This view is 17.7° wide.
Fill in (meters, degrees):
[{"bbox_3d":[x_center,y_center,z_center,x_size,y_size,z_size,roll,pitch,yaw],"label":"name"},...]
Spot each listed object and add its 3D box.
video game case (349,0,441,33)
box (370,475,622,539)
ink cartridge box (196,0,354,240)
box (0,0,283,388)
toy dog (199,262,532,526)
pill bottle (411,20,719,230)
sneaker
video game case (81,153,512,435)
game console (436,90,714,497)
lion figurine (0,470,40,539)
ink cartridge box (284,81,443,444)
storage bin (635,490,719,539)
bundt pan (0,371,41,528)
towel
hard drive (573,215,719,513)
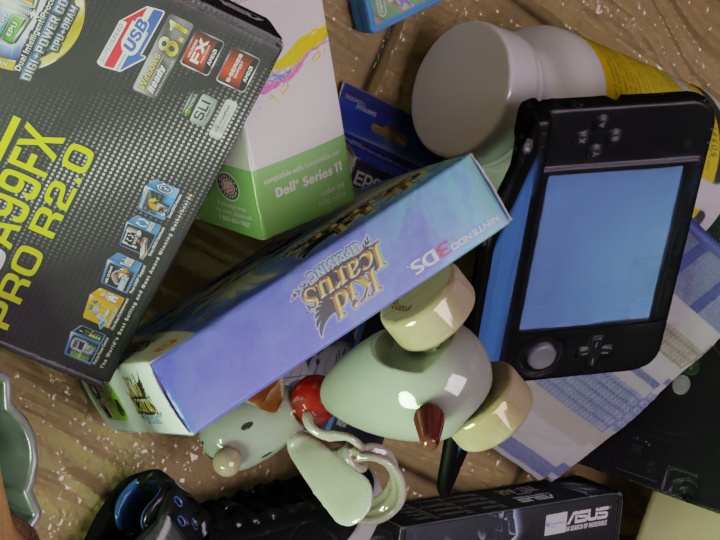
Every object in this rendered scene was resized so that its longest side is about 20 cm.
[{"bbox_3d":[0.061,-0.241,1.364,0.199,0.018,0.144,-29,117,-33],"label":"video game case"},{"bbox_3d":[0.078,0.222,1.475,0.199,0.043,0.162,-3,103,-41],"label":"box"},{"bbox_3d":[-0.074,-0.129,1.207,0.067,0.117,0.202,-23,116,-32],"label":"ink cartridge box"},{"bbox_3d":[-0.152,-0.062,1.118,0.159,0.044,0.201,24,104,-22],"label":"box"},{"bbox_3d":[-0.003,0.081,1.220,0.132,0.200,0.097,37,38,-10],"label":"toy dog"},{"bbox_3d":[0.128,-0.084,1.398,0.199,0.111,0.112,17,89,-42],"label":"pill bottle"},{"bbox_3d":[-0.075,0.142,1.302,0.200,0.073,0.112,-38,124,-26],"label":"sneaker"},{"bbox_3d":[-0.040,0.014,1.207,0.199,0.181,0.046,-33,98,-17],"label":"video game case"},{"bbox_3d":[0.121,0.014,1.311,0.174,0.117,0.201,-4,129,-16],"label":"game console"},{"bbox_3d":[-0.194,0.106,1.093,0.122,0.072,0.202,-16,107,-45],"label":"lion figurine"},{"bbox_3d":[0.000,0.000,1.357,0.099,0.039,0.202,20,86,-41],"label":"ink cartridge box"},{"bbox_3d":[0.272,0.167,1.572,0.198,0.093,0.202,24,84,-58],"label":"storage bin"},{"bbox_3d":[-0.260,0.114,1.132,0.201,0.075,0.204,-11,107,-39],"label":"bundt pan"},{"bbox_3d":[0.146,0.043,1.440,0.200,0.024,0.147,-42,132,15],"label":"towel"},{"bbox_3d":[0.224,0.048,1.495,0.038,0.139,0.202,23,85,-55],"label":"hard drive"}]
